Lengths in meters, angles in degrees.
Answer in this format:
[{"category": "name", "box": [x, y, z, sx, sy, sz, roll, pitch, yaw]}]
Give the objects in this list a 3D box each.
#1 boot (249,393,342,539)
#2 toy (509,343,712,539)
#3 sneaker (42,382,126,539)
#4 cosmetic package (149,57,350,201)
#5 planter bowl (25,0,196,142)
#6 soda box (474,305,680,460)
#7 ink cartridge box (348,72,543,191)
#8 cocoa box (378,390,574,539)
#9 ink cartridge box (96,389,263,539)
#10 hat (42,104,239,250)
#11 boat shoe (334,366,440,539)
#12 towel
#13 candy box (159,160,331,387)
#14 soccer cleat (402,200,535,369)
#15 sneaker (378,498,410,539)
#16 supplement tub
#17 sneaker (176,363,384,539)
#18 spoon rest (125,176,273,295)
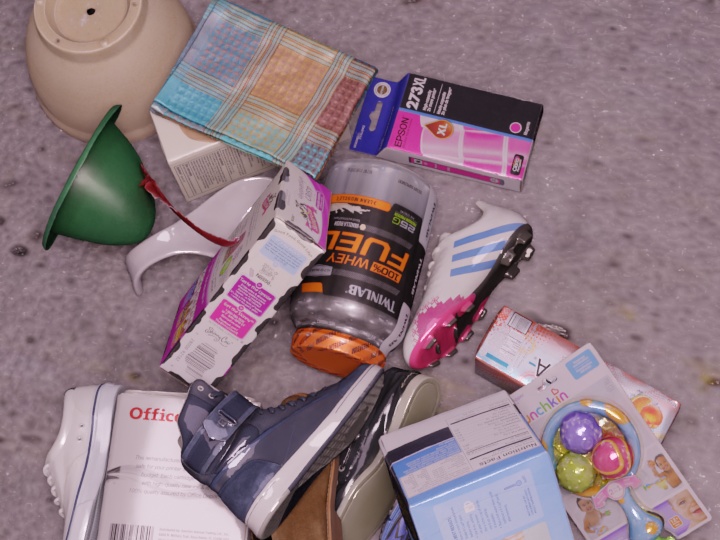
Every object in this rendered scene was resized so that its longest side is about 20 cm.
[{"category": "boot", "box": [-0.066, 0.200, 1.208, 0.075, 0.074, 0.202, 18, 46, -31]}, {"category": "toy", "box": [0.224, 0.184, 1.183, 0.115, 0.047, 0.201, -35, 93, 19]}, {"category": "sneaker", "box": [-0.278, 0.210, 1.261, 0.070, 0.073, 0.203, -2, 60, 13]}, {"category": "cosmetic package", "box": [-0.115, -0.157, 1.358, 0.198, 0.105, 0.072, -21, 69, -5]}, {"category": "planter bowl", "box": [-0.281, -0.257, 1.391, 0.197, 0.135, 0.203, -1, 70, 3]}, {"category": "soda box", "box": [0.210, 0.115, 1.250, 0.198, 0.068, 0.064, 30, 77, 14]}, {"category": "ink cartridge box", "box": [0.092, -0.155, 1.379, 0.197, 0.037, 0.096, 14, 71, 11]}, {"category": "cocoa box", "box": [0.114, 0.237, 1.129, 0.132, 0.131, 0.202, -20, 111, -4]}, {"category": "ink cartridge box", "box": [-0.171, 0.228, 1.231, 0.144, 0.083, 0.203, 3, 70, 5]}, {"category": "hat", "box": [-0.218, -0.055, 1.319, 0.174, 0.167, 0.201, 27, 28, -8]}, {"category": "boat shoe", "box": [0.004, 0.184, 1.244, 0.066, 0.074, 0.201, 24, 87, 39]}, {"category": "towel", "box": [-0.100, -0.189, 1.303, 0.198, 0.022, 0.148, 24, 73, 14]}, {"category": "candy box", "box": [-0.109, 0.007, 1.233, 0.061, 0.137, 0.201, 33, 114, -14]}, {"category": "soccer cleat", "box": [0.095, 0.013, 1.304, 0.086, 0.070, 0.200, 33, 71, 28]}, {"category": "sneaker", "box": [0.093, 0.215, 1.222, 0.200, 0.075, 0.078, -43, 76, -9]}, {"category": "supplement tub", "box": [0.000, 0.000, 1.281, 0.121, 0.123, 0.203, 12, 71, 9]}, {"category": "sneaker", "box": [-0.081, 0.129, 1.182, 0.145, 0.077, 0.202, 34, 58, 19]}, {"category": "spoon rest", "box": [-0.155, -0.034, 1.339, 0.198, 0.061, 0.100, -23, 70, -3]}]
